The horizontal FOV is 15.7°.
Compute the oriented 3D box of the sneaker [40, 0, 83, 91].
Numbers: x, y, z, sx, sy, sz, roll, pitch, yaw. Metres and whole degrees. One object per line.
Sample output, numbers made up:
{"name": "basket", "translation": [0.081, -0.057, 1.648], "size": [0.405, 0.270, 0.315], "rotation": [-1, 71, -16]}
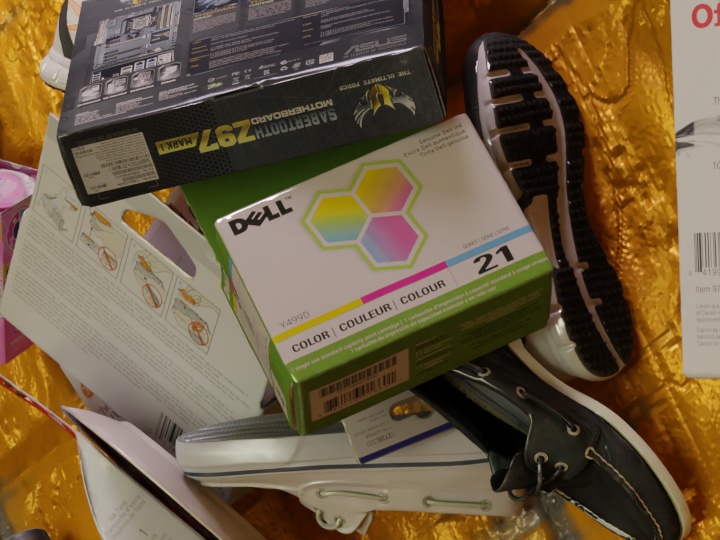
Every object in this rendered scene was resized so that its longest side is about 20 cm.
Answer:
{"name": "sneaker", "translation": [-0.127, -0.135, 1.611], "size": [0.200, 0.074, 0.080], "rotation": [22, 105, 42]}

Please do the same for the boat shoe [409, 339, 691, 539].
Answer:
{"name": "boat shoe", "translation": [0.085, 0.087, 1.380], "size": [0.199, 0.066, 0.075], "rotation": [46, 150, 2]}

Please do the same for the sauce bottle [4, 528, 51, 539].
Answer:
{"name": "sauce bottle", "translation": [-0.186, 0.263, 1.704], "size": [0.066, 0.066, 0.200], "rotation": [-49, 60, 34]}

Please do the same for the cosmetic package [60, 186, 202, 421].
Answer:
{"name": "cosmetic package", "translation": [-0.110, 0.020, 1.628], "size": [0.083, 0.051, 0.200], "rotation": [54, 126, 29]}

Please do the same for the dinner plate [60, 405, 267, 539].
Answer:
{"name": "dinner plate", "translation": [-0.097, 0.141, 1.548], "size": [0.200, 0.200, 0.024], "rotation": [34, 80, 38]}

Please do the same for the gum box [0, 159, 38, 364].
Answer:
{"name": "gum box", "translation": [-0.302, -0.026, 1.743], "size": [0.200, 0.066, 0.114], "rotation": [16, 122, 23]}

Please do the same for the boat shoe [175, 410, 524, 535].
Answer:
{"name": "boat shoe", "translation": [-0.005, 0.117, 1.461], "size": [0.200, 0.074, 0.067], "rotation": [-3, 98, 12]}

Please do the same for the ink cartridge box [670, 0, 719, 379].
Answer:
{"name": "ink cartridge box", "translation": [0.231, -0.049, 1.262], "size": [0.145, 0.083, 0.200], "rotation": [-1, 91, 45]}

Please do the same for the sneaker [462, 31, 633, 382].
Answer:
{"name": "sneaker", "translation": [0.082, -0.030, 1.420], "size": [0.080, 0.074, 0.200], "rotation": [-21, 77, 45]}

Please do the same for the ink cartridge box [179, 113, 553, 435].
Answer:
{"name": "ink cartridge box", "translation": [-0.010, -0.037, 1.357], "size": [0.076, 0.148, 0.200], "rotation": [88, 157, -65]}

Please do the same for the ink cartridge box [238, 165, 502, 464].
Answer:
{"name": "ink cartridge box", "translation": [0.000, 0.000, 1.437], "size": [0.200, 0.095, 0.037], "rotation": [67, 162, 6]}

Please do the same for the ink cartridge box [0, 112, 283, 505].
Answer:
{"name": "ink cartridge box", "translation": [-0.119, 0.017, 1.543], "size": [0.200, 0.044, 0.174], "rotation": [38, 134, 19]}

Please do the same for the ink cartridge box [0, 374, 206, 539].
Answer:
{"name": "ink cartridge box", "translation": [-0.157, 0.138, 1.560], "size": [0.200, 0.160, 0.047], "rotation": [39, 82, 1]}

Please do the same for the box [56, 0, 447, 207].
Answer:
{"name": "box", "translation": [-0.056, -0.113, 1.389], "size": [0.200, 0.158, 0.051], "rotation": [-13, 122, 7]}
